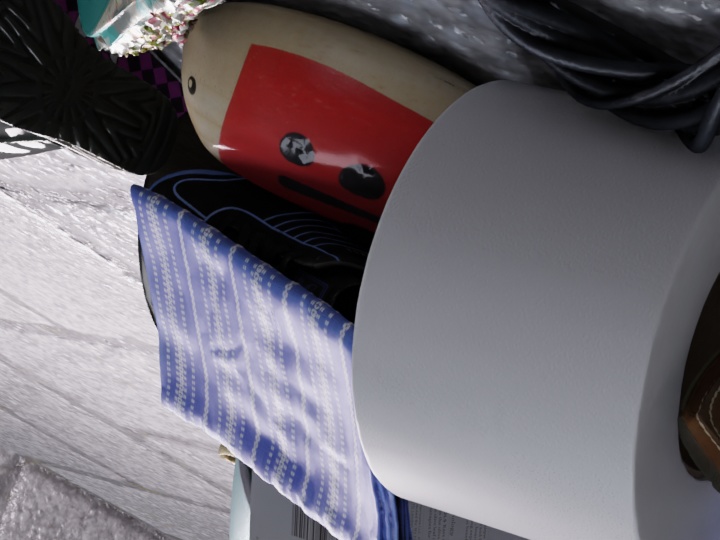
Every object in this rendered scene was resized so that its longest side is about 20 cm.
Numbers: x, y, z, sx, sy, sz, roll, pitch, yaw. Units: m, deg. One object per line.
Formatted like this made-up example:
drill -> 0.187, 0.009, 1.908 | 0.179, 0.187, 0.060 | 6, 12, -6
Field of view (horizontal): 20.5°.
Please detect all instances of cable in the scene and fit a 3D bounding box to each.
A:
cable -> 0.095, -0.107, 0.752 | 0.163, 0.051, 0.200 | 26, 165, -8

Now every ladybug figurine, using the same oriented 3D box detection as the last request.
ladybug figurine -> -0.003, -0.067, 0.991 | 0.199, 0.072, 0.136 | 21, 164, 10

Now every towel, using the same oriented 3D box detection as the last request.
towel -> -0.047, 0.055, 0.981 | 0.200, 0.024, 0.145 | 32, 140, 40

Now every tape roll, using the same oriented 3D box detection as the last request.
tape roll -> 0.105, 0.025, 0.891 | 0.139, 0.203, 0.203 | 15, 162, 29

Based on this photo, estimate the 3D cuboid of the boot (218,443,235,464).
boot -> -0.008, 0.075, 1.316 | 0.073, 0.156, 0.200 | 35, 161, -36

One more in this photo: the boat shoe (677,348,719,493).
boat shoe -> 0.216, 0.025, 0.813 | 0.076, 0.200, 0.074 | 53, 151, 19

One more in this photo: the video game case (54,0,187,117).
video game case -> -0.211, -0.144, 1.112 | 0.181, 0.036, 0.200 | 14, 162, 32

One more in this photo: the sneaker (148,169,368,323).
sneaker -> -0.034, 0.002, 1.005 | 0.200, 0.070, 0.078 | 27, -177, 17

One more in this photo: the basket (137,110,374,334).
basket -> 0.000, 0.000, 1.108 | 0.199, 0.136, 0.181 | 11, 145, 26

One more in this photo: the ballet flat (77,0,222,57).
ballet flat -> -0.080, -0.144, 0.892 | 0.064, 0.076, 0.200 | -4, 178, -19

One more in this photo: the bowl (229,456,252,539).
bowl -> 0.000, 0.158, 1.219 | 0.200, 0.201, 0.105 | 26, 134, -9

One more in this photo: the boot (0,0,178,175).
boot -> -0.216, -0.105, 1.076 | 0.200, 0.073, 0.182 | 15, 162, 44

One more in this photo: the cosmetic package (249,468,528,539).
cosmetic package -> 0.045, 0.116, 1.095 | 0.107, 0.085, 0.200 | 11, -167, 40
